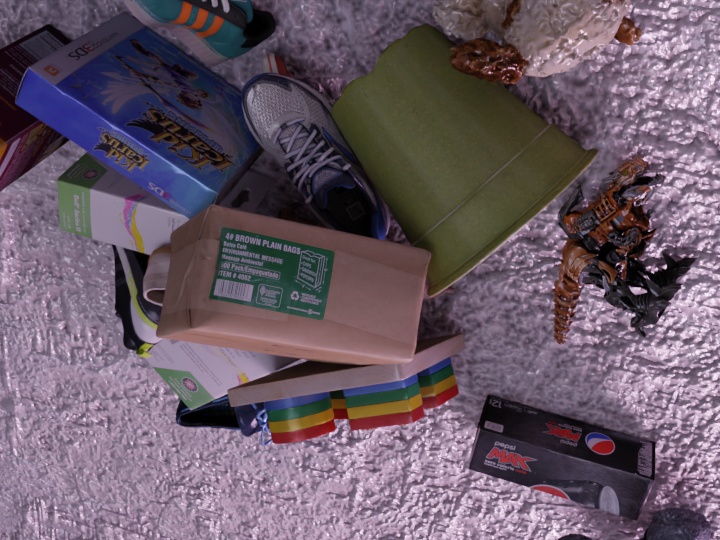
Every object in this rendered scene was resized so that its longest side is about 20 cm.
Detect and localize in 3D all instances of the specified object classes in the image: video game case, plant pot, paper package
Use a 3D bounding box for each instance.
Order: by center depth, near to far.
[{"bbox_3d":[-0.065,0.021,0.815,0.199,0.104,0.190,11,170,-20],"label":"paper package"},{"bbox_3d":[0.078,-0.113,0.836,0.190,0.200,0.200,50,123,0],"label":"plant pot"},{"bbox_3d":[-0.193,-0.153,0.883,0.199,0.182,0.046,33,125,-5],"label":"video game case"}]

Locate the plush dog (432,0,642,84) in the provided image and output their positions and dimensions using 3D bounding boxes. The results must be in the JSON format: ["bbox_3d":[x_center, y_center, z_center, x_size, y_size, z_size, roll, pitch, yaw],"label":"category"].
[{"bbox_3d":[0.161,-0.213,0.734,0.160,0.172,0.200,43,123,-11],"label":"plush dog"}]

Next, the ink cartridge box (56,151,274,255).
[{"bbox_3d":[-0.203,-0.071,0.977,0.199,0.117,0.068,16,126,8],"label":"ink cartridge box"}]

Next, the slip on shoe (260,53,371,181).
[{"bbox_3d":[-0.034,-0.133,0.922,0.061,0.074,0.200,-35,103,0],"label":"slip on shoe"}]

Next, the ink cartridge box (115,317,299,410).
[{"bbox_3d":[-0.157,0.055,1.062,0.199,0.088,0.146,-26,111,32],"label":"ink cartridge box"}]

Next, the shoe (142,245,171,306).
[{"bbox_3d":[-0.126,0.037,0.934,0.199,0.054,0.070,20,126,-9],"label":"shoe"}]

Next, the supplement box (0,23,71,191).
[{"bbox_3d":[-0.356,-0.154,0.924,0.086,0.200,0.110,40,125,-8],"label":"supplement box"}]

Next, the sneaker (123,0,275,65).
[{"bbox_3d":[-0.146,-0.249,0.823,0.079,0.200,0.072,-17,77,18],"label":"sneaker"}]

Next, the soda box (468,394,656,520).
[{"bbox_3d":[0.229,0.212,1.049,0.199,0.063,0.071,15,125,9],"label":"soda box"}]

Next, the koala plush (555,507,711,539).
[{"bbox_3d":[0.342,0.366,1.043,0.177,0.200,0.185,-24,73,28],"label":"koala plush"}]

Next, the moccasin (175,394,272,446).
[{"bbox_3d":[-0.135,0.181,1.144,0.199,0.068,0.081,-6,119,21],"label":"moccasin"}]

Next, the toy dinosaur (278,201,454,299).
[{"bbox_3d":[0.000,0.000,0.982,0.199,0.086,0.136,4,115,9],"label":"toy dinosaur"}]

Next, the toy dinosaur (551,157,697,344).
[{"bbox_3d":[0.247,-0.011,0.903,0.135,0.102,0.201,33,145,14],"label":"toy dinosaur"}]

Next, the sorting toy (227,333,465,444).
[{"bbox_3d":[-0.004,0.129,0.983,0.198,0.200,0.070,-12,89,24],"label":"sorting toy"}]

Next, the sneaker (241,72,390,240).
[{"bbox_3d":[-0.035,-0.098,0.851,0.077,0.085,0.200,-38,107,8],"label":"sneaker"}]

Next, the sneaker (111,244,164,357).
[{"bbox_3d":[-0.248,0.012,1.000,0.071,0.200,0.083,25,114,-36],"label":"sneaker"}]
